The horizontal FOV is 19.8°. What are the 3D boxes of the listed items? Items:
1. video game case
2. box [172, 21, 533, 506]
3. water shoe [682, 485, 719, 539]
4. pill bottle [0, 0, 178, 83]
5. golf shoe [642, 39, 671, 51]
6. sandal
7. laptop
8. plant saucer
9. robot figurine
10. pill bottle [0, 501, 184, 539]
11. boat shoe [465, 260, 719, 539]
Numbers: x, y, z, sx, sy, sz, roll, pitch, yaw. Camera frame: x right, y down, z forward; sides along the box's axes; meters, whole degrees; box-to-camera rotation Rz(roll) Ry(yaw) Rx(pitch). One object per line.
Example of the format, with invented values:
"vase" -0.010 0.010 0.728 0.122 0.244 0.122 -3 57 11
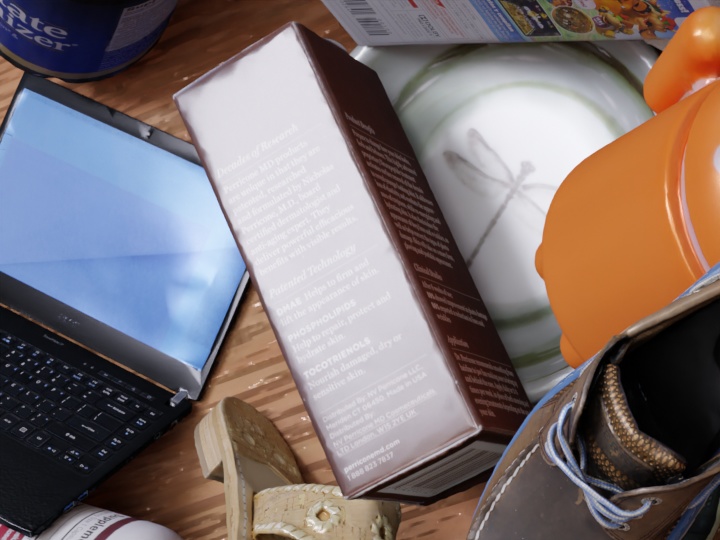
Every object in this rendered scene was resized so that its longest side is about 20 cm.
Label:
"video game case" 0.044 -0.144 0.871 0.199 0.143 0.018 4 61 38
"box" 0.000 0.000 0.910 0.075 0.100 0.201 -27 73 16
"water shoe" 0.094 0.136 0.916 0.071 0.079 0.201 38 97 22
"pill bottle" -0.128 -0.168 0.976 0.111 0.200 0.113 3 78 -13
"golf shoe" 0.178 -0.088 0.890 0.091 0.075 0.201 -26 93 53
"sandal" -0.017 0.113 0.930 0.070 0.077 0.212 -46 38 14
"laptop" -0.166 0.010 1.025 0.176 0.200 0.104 24 128 24
"plant saucer" 0.066 -0.033 0.970 0.199 0.050 0.202 -4 80 21
"robot figurine" 0.147 -0.016 0.813 0.116 0.200 0.145 29 64 -18
"pill bottle" -0.149 0.166 0.991 0.199 0.113 0.114 13 87 23
"boat shoe" 0.098 0.053 0.719 0.072 0.072 0.200 46 112 16
